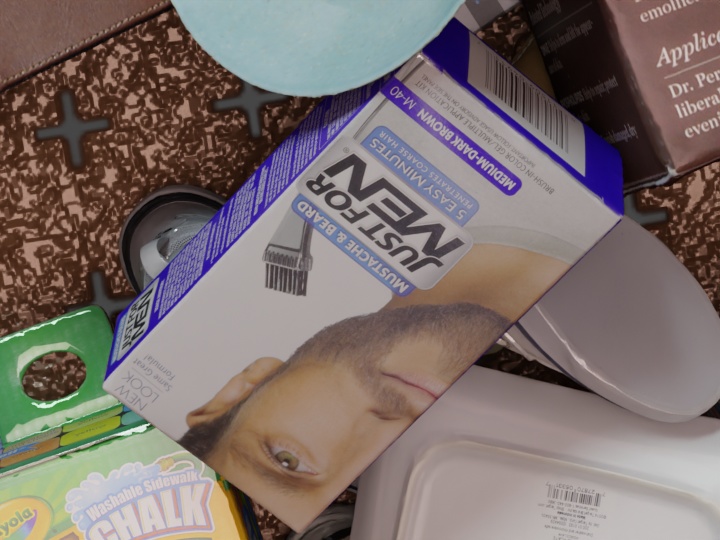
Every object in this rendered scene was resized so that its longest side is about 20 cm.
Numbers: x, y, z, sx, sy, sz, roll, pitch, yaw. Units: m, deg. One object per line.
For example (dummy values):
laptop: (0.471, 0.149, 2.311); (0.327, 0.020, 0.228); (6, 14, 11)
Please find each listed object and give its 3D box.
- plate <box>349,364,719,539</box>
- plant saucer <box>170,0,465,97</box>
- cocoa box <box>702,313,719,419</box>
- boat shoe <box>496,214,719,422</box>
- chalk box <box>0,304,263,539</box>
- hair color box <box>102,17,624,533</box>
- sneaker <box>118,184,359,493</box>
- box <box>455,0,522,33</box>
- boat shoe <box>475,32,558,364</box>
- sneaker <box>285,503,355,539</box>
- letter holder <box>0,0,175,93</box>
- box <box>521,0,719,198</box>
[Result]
plate: (0.083, 0.151, 1.274); (0.198, 0.032, 0.201); (12, 98, 13)
plant saucer: (-0.003, -0.167, 1.157); (0.200, 0.039, 0.202); (-2, 86, 41)
cocoa box: (0.260, 0.069, 1.328); (0.199, 0.133, 0.132); (11, 99, -4)
boat shoe: (0.066, 0.001, 1.270); (0.199, 0.066, 0.072); (32, 65, -1)
chalk box: (-0.110, 0.120, 1.322); (0.124, 0.124, 0.201); (-20, 99, 0)
hair color box: (0.000, 0.000, 1.195); (0.109, 0.065, 0.200); (37, 115, -16)
sneaker: (-0.028, 0.044, 1.320); (0.200, 0.115, 0.075); (42, 95, -8)
box: (0.054, -0.201, 1.328); (0.199, 0.041, 0.156); (-33, 99, 1)
boat shoe: (0.071, -0.054, 1.321); (0.076, 0.072, 0.201); (21, 97, -42)
sneaker: (0.061, 0.158, 1.355); (0.199, 0.088, 0.076); (7, 96, -5)
letter holder: (-0.133, -0.166, 1.238); (0.200, 0.100, 0.143); (-31, 103, -40)
box: (0.150, -0.152, 1.222); (0.165, 0.164, 0.201); (-21, 90, -5)
